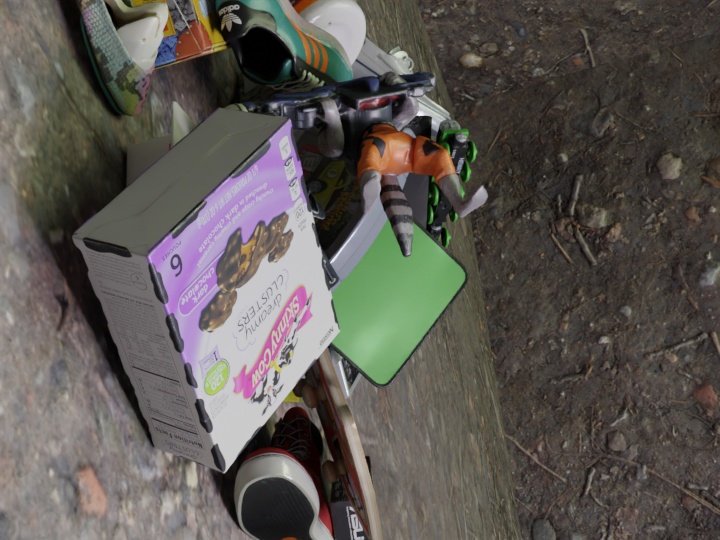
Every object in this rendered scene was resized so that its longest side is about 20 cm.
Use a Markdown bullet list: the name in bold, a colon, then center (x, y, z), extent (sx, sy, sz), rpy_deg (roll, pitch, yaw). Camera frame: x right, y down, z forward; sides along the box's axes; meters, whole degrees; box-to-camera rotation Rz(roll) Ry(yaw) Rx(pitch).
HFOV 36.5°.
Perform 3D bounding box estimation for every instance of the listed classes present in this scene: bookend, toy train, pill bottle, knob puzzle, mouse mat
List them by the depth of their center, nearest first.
- **knob puzzle**: center (-0.027, 0.149, 0.968), extent (0.220, 0.030, 0.222), rpy_deg (162, -90, -80)
- **mouse mat**: center (0.000, 0.000, 1.119), extent (0.200, 0.161, 0.008), rpy_deg (42, -13, -12)
- **pill bottle**: center (-0.091, -0.289, 1.149), extent (0.200, 0.109, 0.110), rpy_deg (49, -2, 28)
- **toy train**: center (0.085, -0.082, 1.189), extent (0.201, 0.041, 0.057), rpy_deg (102, -22, -47)
- **bookend**: center (0.012, -0.070, 1.234), extent (0.199, 0.091, 0.203), rpy_deg (-162, -105, -81)

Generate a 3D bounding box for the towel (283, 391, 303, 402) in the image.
- **towel**: center (-0.082, 0.096, 1.143), extent (0.200, 0.018, 0.087), rpy_deg (25, 52, -75)

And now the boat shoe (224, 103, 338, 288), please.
- **boat shoe**: center (-0.066, -0.053, 0.901), extent (0.075, 0.062, 0.202), rpy_deg (47, -20, 53)

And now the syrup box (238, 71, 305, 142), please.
- **syrup box**: center (-0.080, -0.168, 1.199), extent (0.082, 0.078, 0.201), rpy_deg (52, 14, -32)

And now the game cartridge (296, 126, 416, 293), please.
- **game cartridge**: center (-0.034, -0.062, 1.040), extent (0.201, 0.132, 0.041), rpy_deg (-58, 143, -13)

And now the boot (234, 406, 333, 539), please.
- **boot**: center (-0.070, 0.172, 0.998), extent (0.201, 0.071, 0.146), rpy_deg (74, 9, -55)

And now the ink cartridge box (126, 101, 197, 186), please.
- **ink cartridge box**: center (-0.139, -0.033, 0.901), extent (0.200, 0.067, 0.118), rpy_deg (60, 20, -57)

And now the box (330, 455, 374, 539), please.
- **box**: center (0.002, 0.292, 1.127), extent (0.200, 0.044, 0.162), rpy_deg (-130, -147, -89)

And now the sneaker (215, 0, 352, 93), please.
- **sneaker**: center (-0.072, -0.194, 1.010), extent (0.200, 0.071, 0.081), rpy_deg (36, 48, -51)

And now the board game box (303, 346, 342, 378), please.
- **board game box**: center (-0.066, 0.005, 1.202), extent (0.199, 0.043, 0.202), rpy_deg (-32, 101, -79)

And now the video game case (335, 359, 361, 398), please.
- **video game case**: center (-0.033, 0.046, 1.419), extent (0.182, 0.023, 0.202), rpy_deg (-51, 127, -76)

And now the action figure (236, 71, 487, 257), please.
- **action figure**: center (-0.009, -0.104, 0.953), extent (0.194, 0.198, 0.106), rpy_deg (-125, -148, -47)

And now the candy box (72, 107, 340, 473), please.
- **candy box**: center (-0.100, 0.013, 0.791), extent (0.168, 0.071, 0.202), rpy_deg (-50, 141, -39)

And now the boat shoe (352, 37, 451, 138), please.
- **boat shoe**: center (0.031, -0.225, 1.243), extent (0.199, 0.067, 0.074), rpy_deg (31, -2, -15)

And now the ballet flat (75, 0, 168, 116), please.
- **ballet flat**: center (-0.192, -0.216, 0.844), extent (0.069, 0.070, 0.202), rpy_deg (-84, 158, -60)

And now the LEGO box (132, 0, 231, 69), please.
- **LEGO box**: center (-0.169, -0.268, 0.994), extent (0.200, 0.076, 0.151), rpy_deg (-61, 137, -73)
